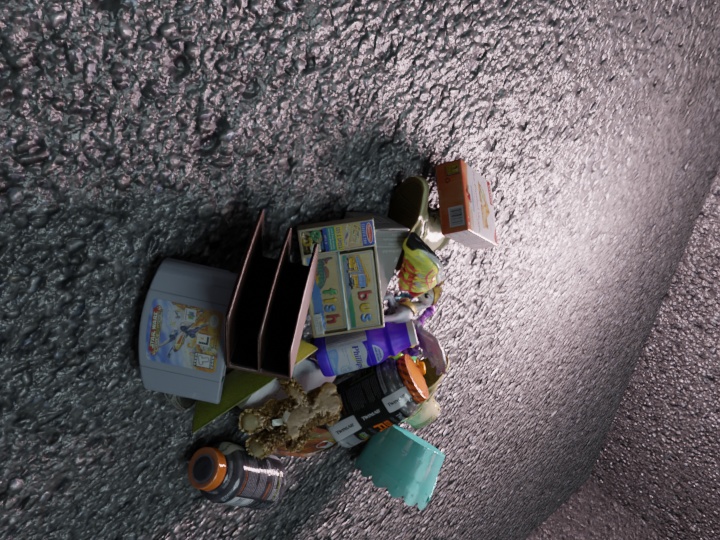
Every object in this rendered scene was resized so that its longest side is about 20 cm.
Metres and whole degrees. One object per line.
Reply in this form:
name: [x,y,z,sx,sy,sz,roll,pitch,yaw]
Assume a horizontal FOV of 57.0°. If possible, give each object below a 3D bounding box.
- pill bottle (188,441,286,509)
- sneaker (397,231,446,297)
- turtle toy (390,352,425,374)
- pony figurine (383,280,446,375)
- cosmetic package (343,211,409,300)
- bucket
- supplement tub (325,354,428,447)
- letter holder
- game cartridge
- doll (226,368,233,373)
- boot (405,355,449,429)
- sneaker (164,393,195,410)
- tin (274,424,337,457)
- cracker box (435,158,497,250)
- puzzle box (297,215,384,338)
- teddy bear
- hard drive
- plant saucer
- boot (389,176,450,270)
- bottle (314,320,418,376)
pill bottle: [-0.231,0.380,1.233,0.107,0.106,0.200,-52,144,-2]
sneaker: [0.106,0.002,1.245,0.090,0.078,0.200,-40,153,-2]
turtle toy: [0.071,0.240,1.471,0.198,0.101,0.148,4,115,-50]
pony figurine: [0.096,0.120,1.385,0.196,0.167,0.197,-19,122,-16]
cosmetic package: [0.000,0.000,1.216,0.106,0.089,0.204,-7,119,-49]
bucket: [0.099,0.462,1.601,0.137,0.205,0.207,-60,144,-6]
supplement tub: [0.029,0.255,1.317,0.198,0.124,0.122,-30,147,15]
letter holder: [-0.126,0.029,0.970,0.143,0.098,0.203,101,0,-53]
game cartridge: [-0.253,0.090,0.965,0.130,0.042,0.204,10,106,-7]
doll: [-0.173,0.091,1.119,0.201,0.048,0.137,-52,146,-5]
boot: [0.168,0.305,1.659,0.201,0.072,0.155,-52,144,-1]
sneaker: [-0.255,0.136,1.032,0.077,0.082,0.203,-5,122,-47]
tin: [-0.114,0.337,1.356,0.111,0.043,0.199,-31,149,19]
cracker box: [0.212,-0.124,1.305,0.199,0.057,0.137,14,69,-62]
puzzle box: [-0.031,0.013,1.138,0.130,0.026,0.204,-9,112,-3]
teddy bear: [-0.132,0.270,1.233,0.199,0.067,0.146,-38,104,-16]
hard drive: [-0.138,0.226,1.286,0.133,0.025,0.199,-55,144,0]
plant saucer: [-0.177,0.173,1.091,0.198,0.048,0.200,-33,177,5]
boot: [0.130,-0.107,1.293,0.153,0.072,0.203,-22,138,-36]
bottle: [0.012,0.145,1.283,0.196,0.066,0.085,-14,127,3]
